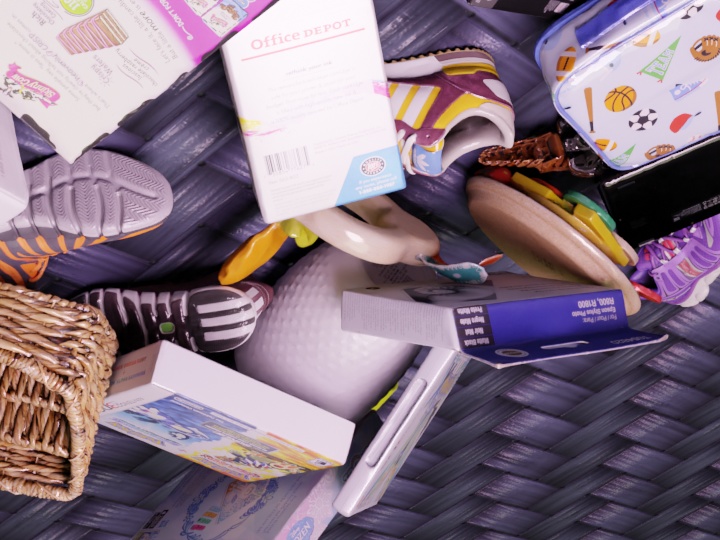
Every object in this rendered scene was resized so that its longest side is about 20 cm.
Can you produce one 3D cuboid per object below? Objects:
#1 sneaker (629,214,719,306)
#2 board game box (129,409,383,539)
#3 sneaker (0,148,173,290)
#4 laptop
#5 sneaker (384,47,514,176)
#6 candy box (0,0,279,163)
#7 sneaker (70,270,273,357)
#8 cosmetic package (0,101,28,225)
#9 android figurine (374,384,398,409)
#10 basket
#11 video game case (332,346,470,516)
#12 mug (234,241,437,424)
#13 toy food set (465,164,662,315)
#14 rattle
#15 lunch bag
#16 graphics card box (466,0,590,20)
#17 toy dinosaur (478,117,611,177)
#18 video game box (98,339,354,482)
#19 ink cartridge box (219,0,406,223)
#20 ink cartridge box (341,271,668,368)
[{"bbox_3d":[0.323,-0.022,1.609,0.083,0.081,0.201,-3,147,-13],"label":"sneaker"},{"bbox_3d":[-0.098,0.216,1.545,0.198,0.200,0.044,-9,119,42],"label":"board game box"},{"bbox_3d":[-0.249,-0.036,1.310,0.198,0.078,0.112,-3,151,-3],"label":"sneaker"},{"bbox_3d":[0.295,-0.109,1.409,0.186,0.117,0.200,-23,150,8],"label":"laptop"},{"bbox_3d":[0.027,-0.115,1.296,0.198,0.091,0.075,-16,149,-3],"label":"sneaker"},{"bbox_3d":[-0.167,-0.183,1.067,0.199,0.061,0.136,-35,128,13],"label":"candy box"},{"bbox_3d":[-0.168,0.039,1.463,0.198,0.076,0.115,-2,-165,22],"label":"sneaker"},{"bbox_3d":[-0.358,-0.089,1.069,0.199,0.168,0.166,-30,147,21],"label":"cosmetic package"},{"bbox_3d":[-0.051,0.136,1.697,0.181,0.041,0.200,3,143,-31],"label":"android figurine"},{"bbox_3d":[-0.312,0.092,1.308,0.198,0.150,0.143,12,162,3],"label":"basket"},{"bbox_3d":[0.044,0.139,1.464,0.183,0.022,0.200,-57,171,0],"label":"video game case"},{"bbox_3d":[0.002,0.038,1.493,0.200,0.148,0.175,-31,167,-50],"label":"mug"},{"bbox_3d":[0.179,-0.025,1.443,0.049,0.197,0.200,-51,138,-8],"label":"toy food set"},{"bbox_3d":[0.000,0.000,1.359,0.199,0.130,0.144,28,94,-15],"label":"rattle"},{"bbox_3d":[0.242,-0.172,1.233,0.199,0.076,0.160,-31,137,19],"label":"lunch bag"},{"bbox_3d":[0.183,-0.245,1.211,0.198,0.051,0.126,2,144,-31],"label":"graphics card box"},{"bbox_3d":[0.208,-0.115,1.396,0.199,0.102,0.136,-34,169,-13],"label":"toy dinosaur"},{"bbox_3d":[-0.136,0.129,1.420,0.199,0.047,0.182,26,158,-26],"label":"video game box"},{"bbox_3d":[-0.042,-0.148,1.193,0.114,0.068,0.201,-15,122,-5],"label":"ink cartridge box"},{"bbox_3d":[0.118,0.035,1.328,0.198,0.041,0.199,-6,-170,-38],"label":"ink cartridge box"}]
